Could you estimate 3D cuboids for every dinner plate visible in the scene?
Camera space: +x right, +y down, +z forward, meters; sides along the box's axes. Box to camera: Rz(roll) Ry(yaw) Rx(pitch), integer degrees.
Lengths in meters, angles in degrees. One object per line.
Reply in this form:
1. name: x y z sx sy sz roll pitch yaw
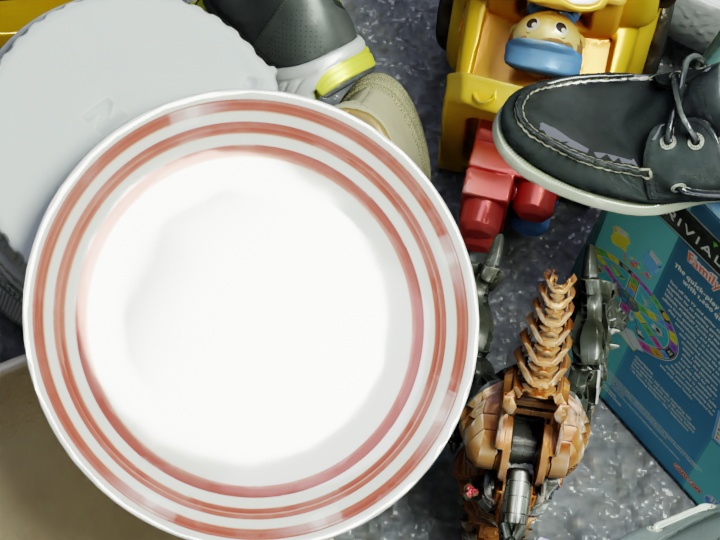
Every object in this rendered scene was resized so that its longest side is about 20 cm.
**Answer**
1. dinner plate: -0.046 0.020 0.711 0.199 0.024 0.202 3 77 -12

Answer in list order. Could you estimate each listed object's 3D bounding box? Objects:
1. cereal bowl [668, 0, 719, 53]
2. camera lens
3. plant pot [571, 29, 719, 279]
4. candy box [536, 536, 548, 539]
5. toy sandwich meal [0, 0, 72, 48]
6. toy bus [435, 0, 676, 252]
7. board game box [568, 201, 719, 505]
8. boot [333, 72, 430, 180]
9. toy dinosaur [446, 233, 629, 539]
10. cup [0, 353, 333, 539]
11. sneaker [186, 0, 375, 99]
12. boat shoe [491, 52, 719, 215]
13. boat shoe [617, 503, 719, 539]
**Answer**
1. cereal bowl: 0.247 -0.208 1.051 0.199 0.083 0.201 3 57 -4
2. camera lens: -0.123 -0.044 0.821 0.159 0.200 0.161 1 84 -14
3. plant pot: 0.226 -0.062 0.887 0.141 0.200 0.142 31 59 13
4. candy box: 0.142 0.244 0.758 0.199 0.072 0.168 22 58 8
5. toy sandwich meal: -0.213 -0.200 1.001 0.204 0.070 0.206 3 57 -5
6. toy bus: 0.098 -0.112 0.911 0.135 0.200 0.193 15 71 5
7. board game box: 0.181 0.030 0.822 0.047 0.200 0.151 -31 66 -23
8. boot: 0.000 0.000 0.886 0.072 0.201 0.156 0 15 7
9. toy dinosaur: 0.084 0.063 0.788 0.102 0.200 0.136 20 54 -16
10. cup: -0.117 0.155 0.743 0.199 0.144 0.201 3 57 -5
11. sneaker: -0.060 -0.149 0.933 0.074 0.085 0.200 -28 25 -27
12. boat shoe: 0.160 -0.063 0.719 0.198 0.066 0.075 13 58 2
13. boat shoe: 0.110 0.164 0.740 0.199 0.073 0.062 -26 19 -12
